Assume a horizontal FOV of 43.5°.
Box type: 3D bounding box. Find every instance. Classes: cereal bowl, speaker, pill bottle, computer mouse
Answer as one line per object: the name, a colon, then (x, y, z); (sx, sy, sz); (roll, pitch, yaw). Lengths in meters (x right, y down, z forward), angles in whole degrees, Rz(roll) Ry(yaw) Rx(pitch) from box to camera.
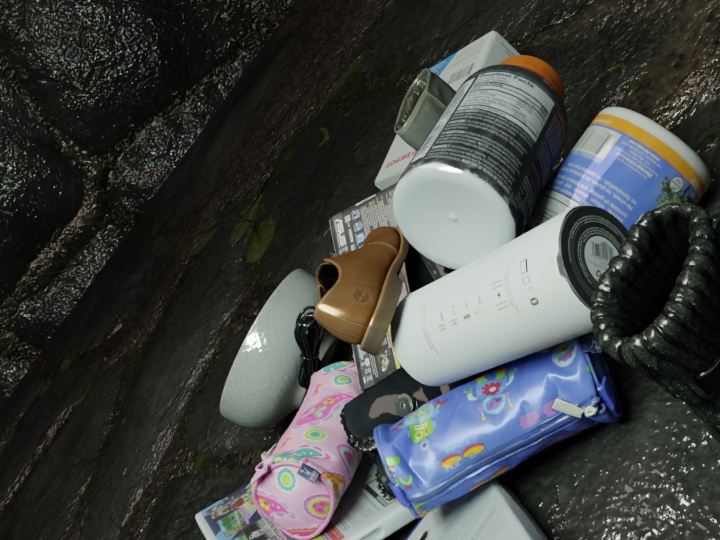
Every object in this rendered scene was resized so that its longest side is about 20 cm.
cereal bowl: (-0.084, 0.104, 1.089); (0.201, 0.083, 0.200); (-62, -8, -16)
speaker: (0.105, 0.026, 0.662); (0.200, 0.081, 0.082); (-32, 30, 52)
pill bottle: (0.111, -0.101, 0.757); (0.106, 0.106, 0.201); (-27, 22, 46)
computer mouse: (0.010, 0.066, 1.028); (0.199, 0.141, 0.046); (-31, 51, -34)
pill bottle: (0.190, -0.025, 0.758); (0.201, 0.112, 0.112); (-54, 23, 1)

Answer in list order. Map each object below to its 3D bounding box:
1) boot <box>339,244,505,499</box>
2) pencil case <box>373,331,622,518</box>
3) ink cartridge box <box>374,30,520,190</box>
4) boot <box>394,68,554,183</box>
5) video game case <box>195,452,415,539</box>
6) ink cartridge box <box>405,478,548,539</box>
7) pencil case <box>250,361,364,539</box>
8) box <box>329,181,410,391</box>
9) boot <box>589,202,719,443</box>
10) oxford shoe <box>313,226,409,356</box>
boot: (0.045, 0.083, 0.816); (0.168, 0.076, 0.201); (-37, 64, 16)
pencil case: (0.106, 0.119, 0.698); (0.199, 0.078, 0.087); (-29, 16, 13)
ink cartridge box: (0.119, -0.180, 1.140); (0.144, 0.084, 0.201); (-18, 41, 54)
boot: (0.120, -0.085, 0.858); (0.072, 0.200, 0.183); (-37, 28, 30)
video game case: (-0.055, 0.235, 0.871); (0.181, 0.023, 0.200); (-27, 18, -17)
ink cartridge box: (0.060, 0.256, 0.684); (0.200, 0.040, 0.200); (-53, 8, 2)
pencil case: (-0.038, 0.166, 0.872); (0.087, 0.087, 0.200); (-41, 7, 27)
box: (0.056, 0.006, 0.913); (0.160, 0.049, 0.202); (-27, 59, 29)
boot: (0.230, 0.000, 0.585); (0.079, 0.157, 0.212); (-25, 37, 45)
oxford shoe: (0.000, 0.000, 0.785); (0.200, 0.071, 0.072); (-72, 3, -69)
